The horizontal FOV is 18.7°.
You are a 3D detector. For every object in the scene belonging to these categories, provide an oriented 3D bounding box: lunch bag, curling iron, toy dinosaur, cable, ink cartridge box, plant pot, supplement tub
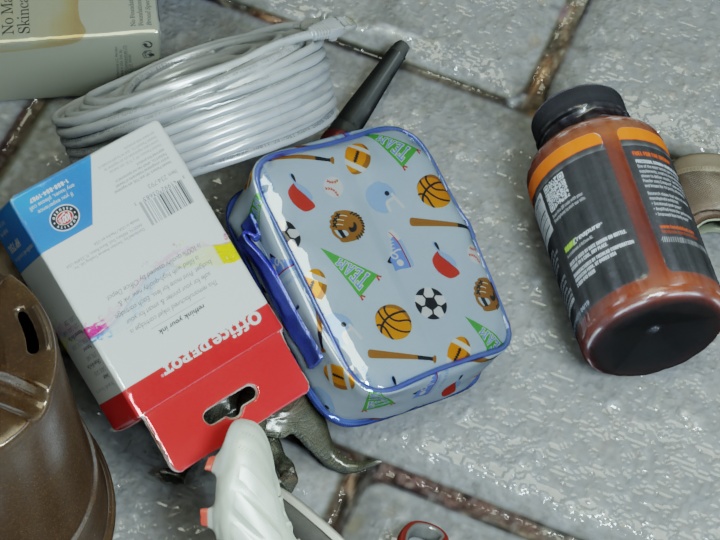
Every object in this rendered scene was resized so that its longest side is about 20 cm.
[{"bbox_3d":[0.000,0.000,1.488,0.160,0.076,0.201,-18,71,-32],"label":"lunch bag"},{"bbox_3d":[-0.008,-0.094,1.612,0.049,0.026,0.200,6,51,30],"label":"curling iron"},{"bbox_3d":[-0.083,0.091,1.457,0.199,0.077,0.103,5,63,4],"label":"toy dinosaur"},{"bbox_3d":[-0.115,-0.113,1.539,0.199,0.070,0.200,-3,20,47],"label":"cable"},{"bbox_3d":[-0.133,0.021,1.400,0.116,0.067,0.201,-31,91,-24],"label":"ink cartridge box"},{"bbox_3d":[-0.256,0.107,1.363,0.199,0.199,0.201,1,57,-2],"label":"plant pot"},{"bbox_3d":[0.180,-0.034,1.536,0.106,0.107,0.201,-9,57,-9],"label":"supplement tub"}]

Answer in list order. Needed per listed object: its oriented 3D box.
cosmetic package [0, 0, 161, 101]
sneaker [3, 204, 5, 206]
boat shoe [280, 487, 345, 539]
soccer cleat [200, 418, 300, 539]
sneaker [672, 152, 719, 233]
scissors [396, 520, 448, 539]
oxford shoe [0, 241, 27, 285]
[{"bbox_3d":[-0.251,-0.187,1.636,0.199,0.071,0.106,-6,57,-7],"label":"cosmetic package"},{"bbox_3d":[-0.173,0.017,1.500,0.199,0.074,0.089,9,53,20],"label":"sneaker"},{"bbox_3d":[-0.005,0.215,1.383,0.057,0.067,0.200,-46,65,-6],"label":"boat shoe"},{"bbox_3d":[-0.052,0.191,1.353,0.077,0.069,0.201,-2,93,15],"label":"soccer cleat"},{"bbox_3d":[0.319,-0.034,1.581,0.199,0.070,0.076,6,74,5],"label":"sneaker"},{"bbox_3d":[0.046,0.208,1.357,0.073,0.014,0.200,26,21,1],"label":"scissors"},{"bbox_3d":[-0.263,0.008,1.449,0.199,0.084,0.073,-27,55,11],"label":"oxford shoe"}]
